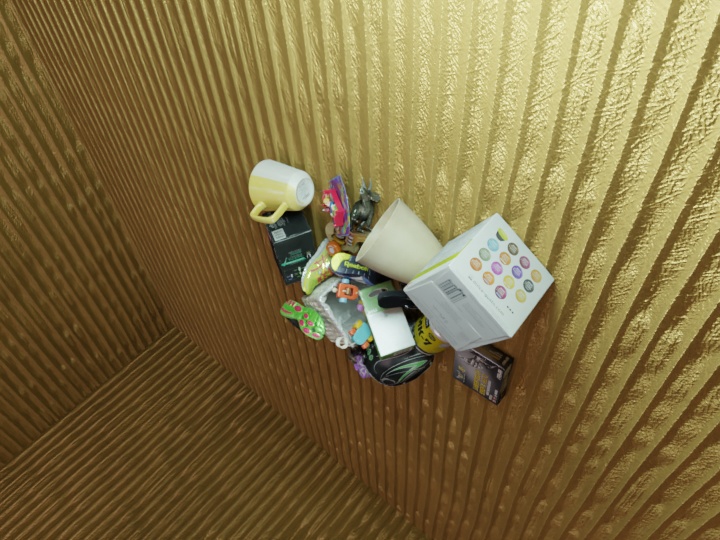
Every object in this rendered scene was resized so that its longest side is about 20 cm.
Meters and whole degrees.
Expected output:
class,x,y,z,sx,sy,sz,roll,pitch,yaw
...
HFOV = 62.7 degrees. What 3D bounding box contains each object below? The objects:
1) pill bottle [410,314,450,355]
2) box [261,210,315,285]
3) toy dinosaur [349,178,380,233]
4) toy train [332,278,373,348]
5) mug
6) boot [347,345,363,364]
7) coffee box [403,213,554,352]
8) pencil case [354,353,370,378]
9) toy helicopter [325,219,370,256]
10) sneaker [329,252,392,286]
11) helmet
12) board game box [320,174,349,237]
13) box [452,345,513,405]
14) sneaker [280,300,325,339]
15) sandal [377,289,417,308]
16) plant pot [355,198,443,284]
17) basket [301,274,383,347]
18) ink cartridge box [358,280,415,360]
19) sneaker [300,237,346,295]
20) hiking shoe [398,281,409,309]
class,x,y,z,sx,sy,sz,roll,pitch,yaw
pill bottle,0.223,0.153,1.618,0.114,0.114,0.200,45,152,4
box,-0.217,-0.081,1.863,0.201,0.124,0.149,82,165,-48
toy dinosaur,0.005,-0.155,1.564,0.077,0.103,0.200,23,163,-6
toy train,-0.022,0.129,1.726,0.056,0.149,0.201,164,111,-67
mug,-0.221,-0.220,1.710,0.153,0.188,0.149,14,-178,33
boot,0.017,0.201,1.980,0.073,0.200,0.151,29,121,-18
coffee box,0.261,0.031,1.316,0.200,0.198,0.200,49,151,-4
pencil case,0.080,0.295,1.911,0.086,0.199,0.084,135,125,-65
toy helicopter,-0.019,-0.108,1.685,0.199,0.079,0.133,8,125,36
sneaker,0.000,0.000,1.722,0.199,0.074,0.082,21,166,-16
helmet,0.120,0.238,1.773,0.200,0.200,0.191,46,123,2
board game box,-0.075,-0.168,1.588,0.200,0.039,0.159,-176,76,-75
box,0.344,0.278,1.679,0.158,0.048,0.201,31,148,27
sneaker,-0.165,0.155,1.823,0.200,0.077,0.084,33,170,43
sandal,0.146,0.079,1.569,0.199,0.043,0.076,-10,141,5
plant pot,0.122,-0.045,1.464,0.200,0.188,0.187,34,153,-7
basket,-0.046,0.101,1.836,0.200,0.198,0.161,56,153,-17
ink cartridge box,0.073,0.141,1.675,0.059,0.103,0.201,88,163,-72
sneaker,-0.111,-0.007,1.799,0.090,0.201,0.078,23,158,16
hiking shoe,0.139,0.025,1.630,0.101,0.076,0.200,45,144,22
